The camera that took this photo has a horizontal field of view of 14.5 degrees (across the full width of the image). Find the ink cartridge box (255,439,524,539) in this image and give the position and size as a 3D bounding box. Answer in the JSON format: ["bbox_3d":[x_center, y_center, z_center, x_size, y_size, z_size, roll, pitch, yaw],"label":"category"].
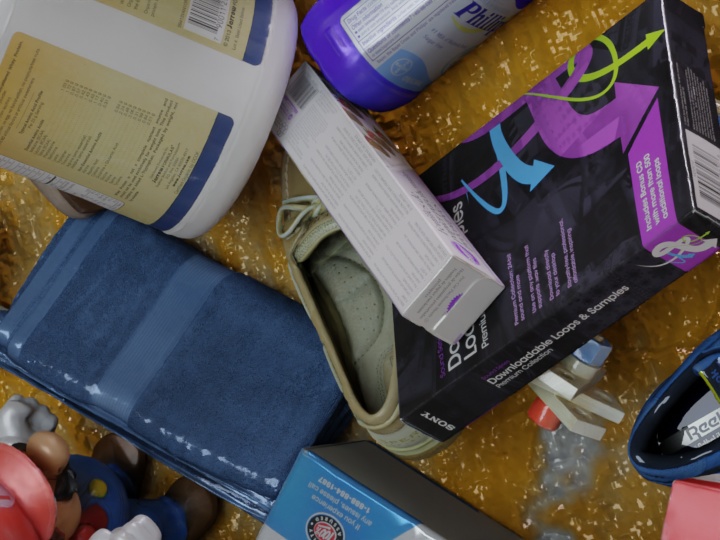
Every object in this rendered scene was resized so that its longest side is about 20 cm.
[{"bbox_3d":[0.000,0.211,1.468,0.145,0.084,0.200,31,103,21],"label":"ink cartridge box"}]

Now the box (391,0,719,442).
[{"bbox_3d":[0.090,-0.025,1.353,0.200,0.036,0.143,-39,39,34],"label":"box"}]

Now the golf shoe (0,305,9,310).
[{"bbox_3d":[-0.254,-0.030,1.570,0.088,0.077,0.200,-15,115,21],"label":"golf shoe"}]

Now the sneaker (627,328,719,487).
[{"bbox_3d":[0.212,0.040,1.369,0.200,0.078,0.066,-40,72,19],"label":"sneaker"}]

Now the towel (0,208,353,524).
[{"bbox_3d":[-0.095,0.046,1.519,0.200,0.049,0.112,28,72,23],"label":"towel"}]

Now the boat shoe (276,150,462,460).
[{"bbox_3d":[-0.002,0.002,1.454,0.073,0.063,0.201,-27,59,20],"label":"boat shoe"}]

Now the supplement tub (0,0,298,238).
[{"bbox_3d":[-0.148,-0.115,1.455,0.200,0.144,0.145,22,103,-16],"label":"supplement tub"}]

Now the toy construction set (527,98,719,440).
[{"bbox_3d":[0.140,-0.011,1.392,0.131,0.092,0.200,41,94,32],"label":"toy construction set"}]

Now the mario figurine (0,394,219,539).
[{"bbox_3d":[-0.147,0.111,1.473,0.123,0.200,0.106,-11,87,25],"label":"mario figurine"}]

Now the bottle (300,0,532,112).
[{"bbox_3d":[0.064,-0.162,1.433,0.200,0.083,0.065,-38,75,17],"label":"bottle"}]

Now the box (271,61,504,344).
[{"bbox_3d":[0.008,-0.036,1.397,0.041,0.039,0.200,-51,37,11],"label":"box"}]

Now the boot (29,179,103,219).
[{"bbox_3d":[-0.228,-0.094,1.585,0.146,0.070,0.200,-30,73,33],"label":"boot"}]

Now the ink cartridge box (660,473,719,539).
[{"bbox_3d":[0.210,0.137,1.302,0.116,0.200,0.067,12,94,25],"label":"ink cartridge box"}]
